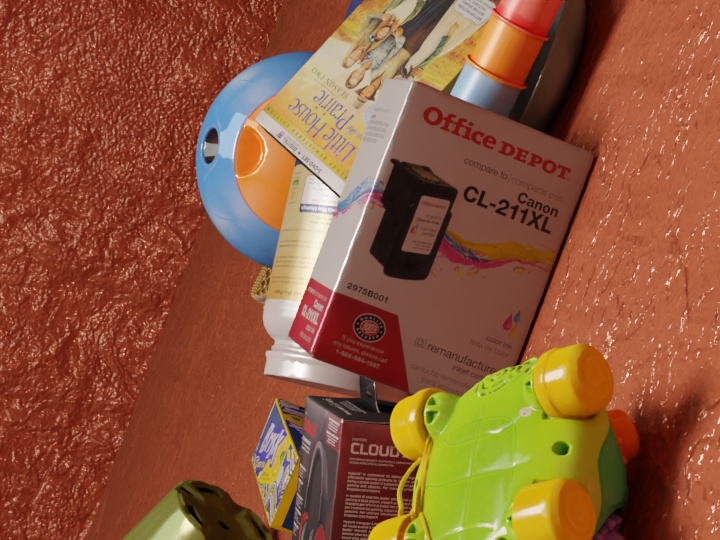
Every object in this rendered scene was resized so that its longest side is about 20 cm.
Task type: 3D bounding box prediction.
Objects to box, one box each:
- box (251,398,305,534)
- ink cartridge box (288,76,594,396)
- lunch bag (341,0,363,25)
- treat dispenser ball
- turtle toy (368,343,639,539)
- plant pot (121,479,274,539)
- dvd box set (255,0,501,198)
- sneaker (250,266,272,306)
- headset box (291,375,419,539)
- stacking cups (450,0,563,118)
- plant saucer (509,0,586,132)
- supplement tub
[{"bbox_3d":[-0.052,0.181,1.576,0.200,0.064,0.071,-126,58,-77],"label":"box"},{"bbox_3d":[0.055,-0.017,1.208,0.083,0.145,0.202,-151,81,-77],"label":"ink cartridge box"},{"bbox_3d":[0.066,-0.239,1.560,0.200,0.135,0.133,162,128,-76],"label":"lunch bag"},{"bbox_3d":[-0.050,-0.098,1.580,0.201,0.199,0.202,-159,90,-79],"label":"treat dispenser ball"},{"bbox_3d":[0.085,0.138,0.913,0.145,0.101,0.201,-20,48,44],"label":"turtle toy"},{"bbox_3d":[-0.183,0.316,1.717,0.191,0.199,0.200,-54,15,14],"label":"plant pot"},{"bbox_3d":[0.024,-0.154,1.348,0.200,0.029,0.146,-47,44,0],"label":"dvd box set"},{"bbox_3d":[-0.013,0.010,1.695,0.199,0.090,0.075,-16,41,44],"label":"sneaker"},{"bbox_3d":[0.000,0.175,1.205,0.149,0.074,0.202,-166,82,-78],"label":"headset box"},{"bbox_3d":[0.090,-0.125,1.266,0.061,0.060,0.201,-97,32,-67],"label":"stacking cups"},{"bbox_3d":[0.134,-0.158,1.353,0.201,0.038,0.203,-159,90,-78],"label":"plant saucer"},{"bbox_3d":[0.000,0.000,1.414,0.144,0.143,0.202,165,118,-76],"label":"supplement tub"}]
